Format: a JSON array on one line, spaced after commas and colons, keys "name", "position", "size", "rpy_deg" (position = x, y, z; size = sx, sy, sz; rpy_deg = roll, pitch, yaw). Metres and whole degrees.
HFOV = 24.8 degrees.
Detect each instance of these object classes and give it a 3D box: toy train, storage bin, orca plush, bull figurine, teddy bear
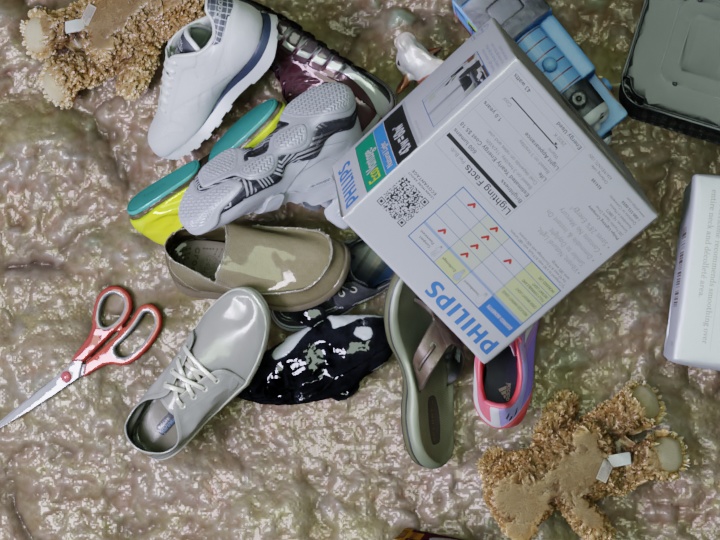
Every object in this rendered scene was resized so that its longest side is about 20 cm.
[{"name": "toy train", "position": [0.165, -0.195, 1.527], "size": [0.086, 0.114, 0.201], "rpy_deg": [-38, 83, 5]}, {"name": "storage bin", "position": [0.348, -0.188, 1.515], "size": [0.198, 0.094, 0.137], "rpy_deg": [18, 89, 9]}, {"name": "orca plush", "position": [-0.062, 0.093, 1.548], "size": [0.197, 0.071, 0.106], "rpy_deg": [-2, 116, 7]}, {"name": "bull figurine", "position": [0.091, -0.138, 1.543], "size": [0.064, 0.121, 0.202], "rpy_deg": [-20, 92, -17]}, {"name": "teddy bear", "position": [0.208, 0.182, 1.537], "size": [0.200, 0.067, 0.145], "rpy_deg": [-42, 88, -3]}, {"name": "teddy bear", "position": [-0.239, -0.238, 1.607], "size": [0.200, 0.067, 0.145], "rpy_deg": [-41, 74, 9]}]

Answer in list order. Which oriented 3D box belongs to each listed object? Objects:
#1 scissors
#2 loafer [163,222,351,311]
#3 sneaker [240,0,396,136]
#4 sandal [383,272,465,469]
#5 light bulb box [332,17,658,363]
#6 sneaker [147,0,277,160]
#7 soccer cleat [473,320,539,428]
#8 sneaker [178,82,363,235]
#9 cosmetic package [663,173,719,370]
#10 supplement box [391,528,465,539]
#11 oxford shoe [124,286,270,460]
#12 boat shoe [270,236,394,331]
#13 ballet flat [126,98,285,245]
[{"name": "scissors", "position": [-0.277, 0.102, 1.622], "size": [0.073, 0.014, 0.200], "rpy_deg": [40, 91, 6]}, {"name": "loafer", "position": [-0.104, -0.006, 1.547], "size": [0.198, 0.067, 0.077], "rpy_deg": [-3, 68, 26]}, {"name": "sneaker", "position": [-0.072, -0.174, 1.581], "size": [0.199, 0.076, 0.116], "rpy_deg": [35, 100, 11]}, {"name": "sandal", "position": [0.072, 0.085, 1.536], "size": [0.057, 0.079, 0.204], "rpy_deg": [0, 102, 44]}, {"name": "light bulb box", "position": [0.112, -0.069, 1.420], "size": [0.200, 0.125, 0.198], "rpy_deg": [-41, 111, 12]}, {"name": "sneaker", "position": [-0.158, -0.185, 1.550], "size": [0.200, 0.080, 0.077], "rpy_deg": [-47, 40, 36]}, {"name": "soccer cleat", "position": [0.136, 0.047, 1.527], "size": [0.066, 0.077, 0.203], "rpy_deg": [3, 74, 8]}, {"name": "sneaker", "position": [-0.067, -0.074, 1.511], "size": [0.199, 0.075, 0.115], "rpy_deg": [-39, 125, -13]}, {"name": "cosmetic package", "position": [0.381, 0.013, 1.464], "size": [0.197, 0.166, 0.170], "rpy_deg": [8, 89, 8]}, {"name": "supplement box", "position": [0.122, 0.303, 1.512], "size": [0.197, 0.110, 0.087], "rpy_deg": [10, 88, 7]}, {"name": "oxford shoe", "position": [-0.153, 0.101, 1.528], "size": [0.075, 0.058, 0.201], "rpy_deg": [43, 107, 16]}, {"name": "boat shoe", "position": [0.000, 0.000, 1.564], "size": [0.198, 0.066, 0.071], "rpy_deg": [-22, 85, 6]}, {"name": "ballet flat", "position": [-0.135, -0.089, 1.580], "size": [0.199, 0.067, 0.067], "rpy_deg": [-34, 114, 19]}]
